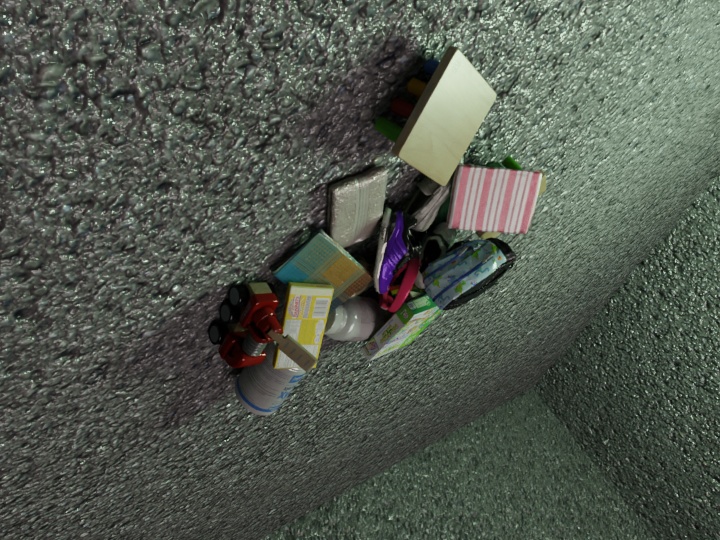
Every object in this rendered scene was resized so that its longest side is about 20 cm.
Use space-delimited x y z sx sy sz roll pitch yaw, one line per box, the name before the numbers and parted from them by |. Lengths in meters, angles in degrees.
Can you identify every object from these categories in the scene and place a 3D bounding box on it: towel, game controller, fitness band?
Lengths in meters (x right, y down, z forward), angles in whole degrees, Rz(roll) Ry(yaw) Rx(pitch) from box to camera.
towel | 0.291 -0.156 1.262 0.196 0.030 0.149 3 115 -8
towel | -0.012 -0.121 1.199 0.131 0.035 0.201 -26 149 -22
towel | -0.080 0.007 1.245 0.146 0.022 0.200 -38 133 13
game controller | 0.169 -0.052 1.510 0.104 0.042 0.201 -35 155 -36
fitness band | 0.096 0.026 1.409 0.145 0.037 0.200 -59 -172 10

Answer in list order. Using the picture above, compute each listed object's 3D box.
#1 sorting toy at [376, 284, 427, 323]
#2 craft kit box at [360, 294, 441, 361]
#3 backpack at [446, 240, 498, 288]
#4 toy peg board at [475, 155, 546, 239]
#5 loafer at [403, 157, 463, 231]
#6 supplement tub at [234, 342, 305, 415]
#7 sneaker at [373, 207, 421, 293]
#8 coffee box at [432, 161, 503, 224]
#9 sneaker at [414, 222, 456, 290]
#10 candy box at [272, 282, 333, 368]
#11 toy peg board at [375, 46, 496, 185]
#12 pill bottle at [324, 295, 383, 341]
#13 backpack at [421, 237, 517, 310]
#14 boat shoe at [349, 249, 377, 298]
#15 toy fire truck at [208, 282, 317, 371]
sorting toy | 0.098 0.103 1.581 0.199 0.070 0.198 -36 156 24
craft kit box | 0.121 0.139 1.485 0.199 0.049 0.198 -14 153 -51
backpack | 0.270 -0.004 1.541 0.164 0.129 0.200 7 159 -11
toy peg board | 0.342 -0.176 1.392 0.200 0.098 0.199 -44 166 13
loafer | 0.158 -0.179 1.269 0.069 0.070 0.202 17 111 -30
supplement tub | -0.210 0.243 1.399 0.131 0.133 0.201 2 134 -49
sneaker | 0.085 -0.034 1.283 0.070 0.098 0.203 -74 173 -65
coffee box | 0.256 -0.189 1.394 0.198 0.044 0.124 -20 146 -29
sneaker | 0.166 -0.026 1.410 0.080 0.073 0.202 -40 156 -45
candy box | -0.127 0.124 1.261 0.101 0.026 0.203 5 112 -24
toy peg board | 0.132 -0.291 1.070 0.199 0.097 0.201 14 108 -57
pill bottle | -0.038 0.116 1.428 0.115 0.115 0.199 -48 150 19
backpack | 0.240 0.010 1.335 0.200 0.154 0.163 -47 179 -19
boat shoe | 0.000 0.000 1.362 0.198 0.075 0.075 -27 120 -23
toy fire truck | -0.201 0.147 1.197 0.128 0.201 0.177 -1 135 -46
